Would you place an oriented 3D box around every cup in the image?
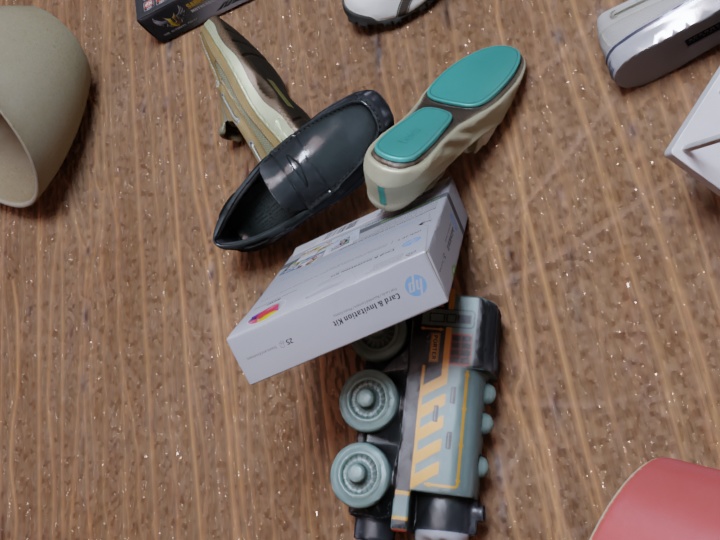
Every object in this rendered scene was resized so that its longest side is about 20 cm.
[{"bbox_3d":[-0.362,-0.189,0.954,0.197,0.203,0.144,17,52,30],"label":"cup"}]

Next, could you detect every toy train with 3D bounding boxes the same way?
[{"bbox_3d":[0.045,0.105,0.693,0.111,0.085,0.205,2,73,17],"label":"toy train"}]

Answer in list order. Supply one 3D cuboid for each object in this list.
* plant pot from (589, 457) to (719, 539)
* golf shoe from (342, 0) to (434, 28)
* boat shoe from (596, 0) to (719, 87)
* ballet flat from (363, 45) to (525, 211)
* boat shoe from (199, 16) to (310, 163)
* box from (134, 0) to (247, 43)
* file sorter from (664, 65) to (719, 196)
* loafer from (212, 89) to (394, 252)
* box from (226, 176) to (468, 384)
[{"bbox_3d":[0.220,0.207,0.511,0.175,0.200,0.204,22,82,39],"label":"plant pot"},{"bbox_3d":[0.058,-0.296,0.822,0.197,0.094,0.079,-29,62,16],"label":"golf shoe"},{"bbox_3d":[0.273,-0.216,0.701,0.197,0.071,0.071,-27,64,23],"label":"boat shoe"},{"bbox_3d":[0.070,-0.114,0.753,0.069,0.071,0.199,26,50,31],"label":"ballet flat"},{"bbox_3d":[-0.109,-0.155,0.872,0.076,0.071,0.202,-45,58,19],"label":"boat shoe"},{"bbox_3d":[-0.148,-0.352,0.970,0.196,0.048,0.162,-19,65,19],"label":"box"},{"bbox_3d":[0.320,-0.124,0.578,0.137,0.125,0.202,34,88,-3],"label":"file sorter"},{"bbox_3d":[-0.051,-0.075,0.774,0.199,0.070,0.069,-37,88,34],"label":"loafer"},{"bbox_3d":[0.000,0.000,0.694,0.153,0.200,0.042,-24,102,17],"label":"box"}]
